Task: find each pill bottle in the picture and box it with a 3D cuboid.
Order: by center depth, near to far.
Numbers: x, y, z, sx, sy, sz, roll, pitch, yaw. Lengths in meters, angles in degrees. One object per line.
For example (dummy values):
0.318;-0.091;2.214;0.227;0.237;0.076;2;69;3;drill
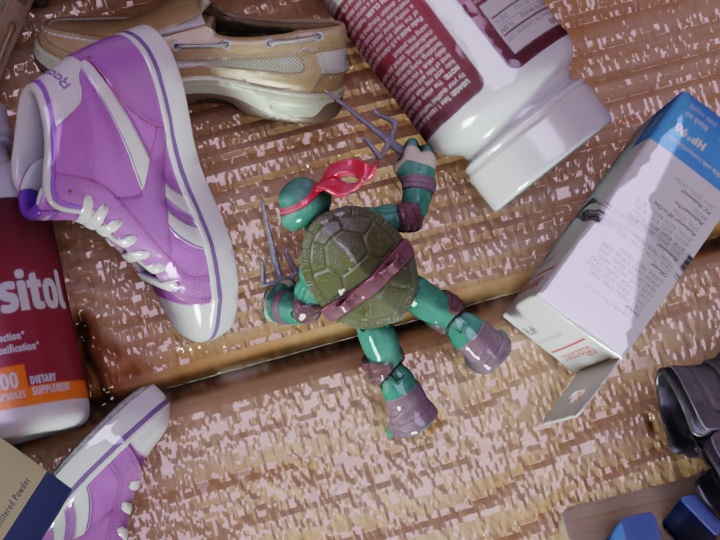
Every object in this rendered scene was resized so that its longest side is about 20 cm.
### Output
-0.236;0.006;1.050;0.112;0.113;0.202;-13;84;-7;pill bottle
0.063;-0.146;1.100;0.114;0.114;0.201;-36;88;-9;pill bottle

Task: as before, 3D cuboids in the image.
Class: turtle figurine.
0.000;0.000;1.078;0.149;0.101;0.201;-34;103;15;turtle figurine

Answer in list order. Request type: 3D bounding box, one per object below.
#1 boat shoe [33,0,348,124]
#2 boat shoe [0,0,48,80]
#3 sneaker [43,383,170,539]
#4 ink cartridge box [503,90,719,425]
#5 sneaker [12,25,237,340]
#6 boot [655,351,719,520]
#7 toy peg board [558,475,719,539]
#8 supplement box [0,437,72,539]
-0.105;-0.148;1.092;0.197;0.072;0.077;6;120;-6;boat shoe
-0.226;-0.193;1.107;0.064;0.071;0.202;37;69;-35;boat shoe
-0.157;0.174;1.064;0.114;0.073;0.201;38;91;-3;sneaker
0.157;-0.004;1.090;0.068;0.116;0.201;36;80;0;ink cartridge box
-0.149;-0.033;1.041;0.114;0.072;0.202;-32;116;-32;sneaker
0.242;0.051;1.084;0.130;0.070;0.201;-12;56;-10;boot
0.249;0.206;1.051;0.198;0.098;0.201;-12;66;-10;toy peg board
-0.294;0.130;0.937;0.199;0.199;0.135;37;63;-12;supplement box
